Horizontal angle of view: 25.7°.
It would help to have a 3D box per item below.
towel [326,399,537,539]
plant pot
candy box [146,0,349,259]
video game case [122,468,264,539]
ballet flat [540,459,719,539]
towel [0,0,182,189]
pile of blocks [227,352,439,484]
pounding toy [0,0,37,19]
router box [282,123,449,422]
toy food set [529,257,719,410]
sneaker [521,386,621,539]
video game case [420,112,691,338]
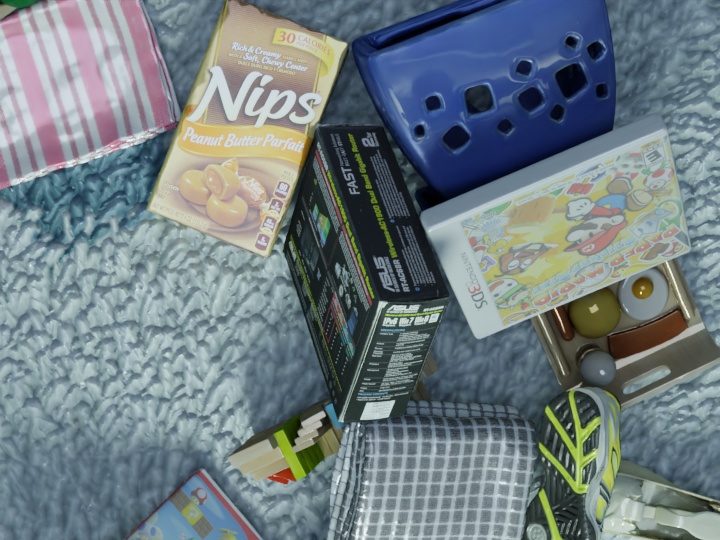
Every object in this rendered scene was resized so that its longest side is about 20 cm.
[{"bbox_3d":[0.058,0.214,1.355,0.164,0.086,0.201,3,104,-20],"label":"towel"},{"bbox_3d":[0.115,-0.136,1.321,0.199,0.200,0.181,-20,101,-1],"label":"plant pot"},{"bbox_3d":[-0.097,-0.124,1.383,0.115,0.055,0.201,21,93,-2],"label":"candy box"},{"bbox_3d":[-0.161,0.289,1.371,0.143,0.017,0.200,50,56,-3],"label":"video game case"},{"bbox_3d":[0.260,0.212,1.405,0.199,0.069,0.070,13,93,-2],"label":"ballet flat"},{"bbox_3d":[-0.270,-0.164,1.391,0.199,0.030,0.147,-19,93,0],"label":"towel"},{"bbox_3d":[-0.014,0.142,1.387,0.199,0.082,0.062,-28,93,0],"label":"pile of blocks"},{"bbox_3d":[-0.307,-0.298,1.312,0.184,0.142,0.201,-35,85,1],"label":"pounding toy"},{"bbox_3d":[0.000,0.000,1.299,0.062,0.150,0.201,-3,49,-20],"label":"router box"},{"bbox_3d":[0.218,0.021,1.379,0.143,0.060,0.201,-25,108,1],"label":"toy food set"},{"bbox_3d":[0.190,0.196,1.362,0.075,0.076,0.201,23,111,34],"label":"sneaker"},{"bbox_3d":[0.163,-0.030,1.271,0.199,0.182,0.023,-23,55,4],"label":"video game case"}]
